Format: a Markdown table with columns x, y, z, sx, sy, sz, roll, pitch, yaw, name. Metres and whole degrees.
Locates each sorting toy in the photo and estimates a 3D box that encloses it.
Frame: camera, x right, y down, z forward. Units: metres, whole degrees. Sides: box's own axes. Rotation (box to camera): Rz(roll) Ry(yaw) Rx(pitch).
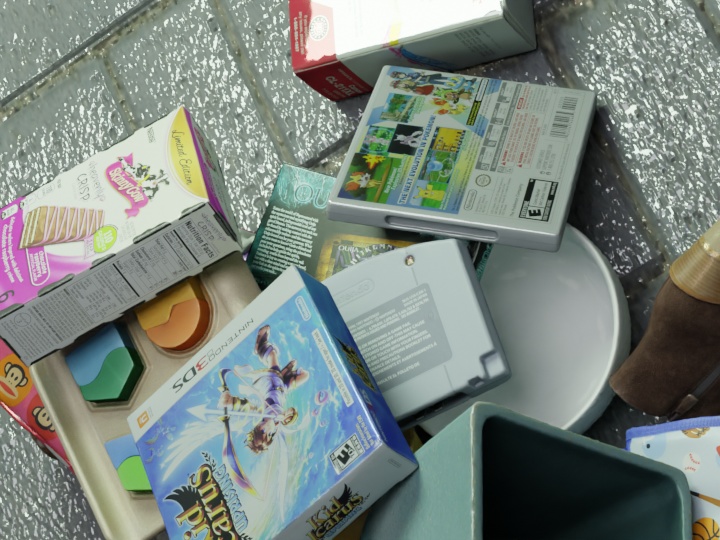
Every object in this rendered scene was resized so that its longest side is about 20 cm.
| x | y | z | sx | sy | sz | roll | pitch | yaw | name |
| --- | --- | --- | --- | --- | --- | --- | --- | --- | --- |
| -0.150 | 0.092 | 1.527 | 0.200 | 0.036 | 0.185 | -34 | 67 | 11 | sorting toy |

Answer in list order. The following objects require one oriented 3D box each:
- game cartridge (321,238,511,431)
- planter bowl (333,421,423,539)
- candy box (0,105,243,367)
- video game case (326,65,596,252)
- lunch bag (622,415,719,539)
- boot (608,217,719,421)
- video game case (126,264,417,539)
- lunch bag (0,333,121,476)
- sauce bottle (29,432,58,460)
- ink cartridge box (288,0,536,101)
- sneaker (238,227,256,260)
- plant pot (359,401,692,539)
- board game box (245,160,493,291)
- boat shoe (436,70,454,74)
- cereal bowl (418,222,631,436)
| x | y | z | sx | sy | sz | roll | pitch | yaw | name |
| --- | --- | --- | --- | --- | --- | --- | --- | --- | --- |
| 0.009 | 0.062 | 1.505 | 0.200 | 0.040 | 0.134 | -26 | 69 | 20 | game cartridge |
| 0.008 | 0.213 | 1.534 | 0.200 | 0.083 | 0.200 | -47 | 18 | 21 | planter bowl |
| -0.201 | -0.029 | 1.548 | 0.200 | 0.061 | 0.136 | -28 | 40 | 6 | candy box |
| 0.084 | -0.092 | 1.559 | 0.182 | 0.022 | 0.200 | 9 | 40 | 11 | video game case |
| 0.288 | 0.189 | 1.401 | 0.200 | 0.124 | 0.170 | -5 | 73 | 18 | lunch bag |
| 0.303 | 0.053 | 1.452 | 0.072 | 0.200 | 0.167 | -96 | 29 | -58 | boot |
| -0.070 | 0.122 | 1.400 | 0.181 | 0.045 | 0.200 | -43 | 42 | 14 | video game case |
| -0.209 | 0.070 | 1.622 | 0.200 | 0.082 | 0.176 | 38 | 94 | 25 | lunch bag |
| -0.201 | 0.093 | 1.695 | 0.200 | 0.065 | 0.065 | -34 | 61 | 25 | sauce bottle |
| 0.043 | -0.244 | 1.685 | 0.200 | 0.083 | 0.146 | -12 | 69 | 23 | ink cartridge box |
| -0.068 | 0.023 | 1.665 | 0.200 | 0.080 | 0.089 | 20 | 90 | 35 | sneaker |
| 0.094 | 0.234 | 1.356 | 0.200 | 0.196 | 0.196 | -33 | 45 | 46 | plant pot |
| 0.000 | 0.000 | 1.564 | 0.200 | 0.028 | 0.135 | 18 | 84 | 31 | board game box |
| 0.055 | -0.078 | 1.639 | 0.071 | 0.063 | 0.200 | 1 | 73 | 29 | boat shoe |
| 0.124 | 0.056 | 1.548 | 0.200 | 0.083 | 0.200 | -9 | 70 | 24 | cereal bowl |
